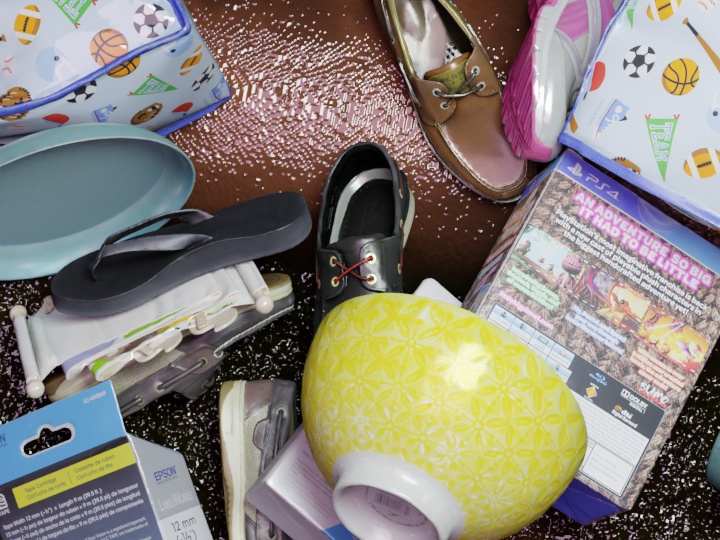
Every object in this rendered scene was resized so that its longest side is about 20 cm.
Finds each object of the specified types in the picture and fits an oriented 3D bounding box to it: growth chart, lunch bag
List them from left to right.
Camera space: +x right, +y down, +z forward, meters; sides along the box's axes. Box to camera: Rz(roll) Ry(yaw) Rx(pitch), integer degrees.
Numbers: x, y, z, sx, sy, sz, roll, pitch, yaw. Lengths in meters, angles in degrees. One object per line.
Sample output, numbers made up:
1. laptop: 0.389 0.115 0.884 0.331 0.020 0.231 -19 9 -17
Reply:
1. lunch bag: -0.214 -0.146 1.532 0.199 0.170 0.125 -30 73 1
2. growth chart: -0.163 0.030 1.554 0.198 0.145 0.018 -21 122 2
3. lunch bag: 0.252 -0.116 1.430 0.199 0.124 0.171 27 98 12

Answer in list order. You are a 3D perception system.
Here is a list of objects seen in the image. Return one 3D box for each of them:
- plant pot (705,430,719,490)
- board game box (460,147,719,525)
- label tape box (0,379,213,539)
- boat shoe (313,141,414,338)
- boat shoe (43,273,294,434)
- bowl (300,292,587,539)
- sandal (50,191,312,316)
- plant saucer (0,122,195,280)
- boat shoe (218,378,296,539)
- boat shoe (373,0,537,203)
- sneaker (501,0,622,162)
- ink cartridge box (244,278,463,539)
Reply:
1. plant pot: 0.350 0.138 1.479 0.187 0.200 0.201 31 90 21
2. board game box: 0.151 0.049 1.496 0.159 0.097 0.201 33 72 -5
3. label tape box: -0.186 0.192 1.551 0.142 0.066 0.202 -22 83 29
4. boat shoe: -0.003 0.000 1.521 0.073 0.063 0.203 -7 54 20
5. boat shoe: -0.134 0.064 1.579 0.198 0.073 0.065 -24 101 2
6. bowl: 0.037 0.121 1.384 0.199 0.201 0.108 27 56 6
7. sandal: -0.135 -0.023 1.561 0.198 0.076 0.043 -20 121 -1
8. plant saucer: -0.217 -0.052 1.529 0.198 0.200 0.028 -22 67 3
9. boat shoe: -0.062 0.178 1.562 0.065 0.072 0.203 -10 82 9
10. boat shoe: 0.064 -0.138 1.567 0.072 0.068 0.201 -32 86 1
11. sneaker: 0.159 -0.158 1.526 0.087 0.082 0.201 19 59 -3
12. ink cartridge box: 0.025 0.119 1.535 0.116 0.067 0.200 40 67 -1
